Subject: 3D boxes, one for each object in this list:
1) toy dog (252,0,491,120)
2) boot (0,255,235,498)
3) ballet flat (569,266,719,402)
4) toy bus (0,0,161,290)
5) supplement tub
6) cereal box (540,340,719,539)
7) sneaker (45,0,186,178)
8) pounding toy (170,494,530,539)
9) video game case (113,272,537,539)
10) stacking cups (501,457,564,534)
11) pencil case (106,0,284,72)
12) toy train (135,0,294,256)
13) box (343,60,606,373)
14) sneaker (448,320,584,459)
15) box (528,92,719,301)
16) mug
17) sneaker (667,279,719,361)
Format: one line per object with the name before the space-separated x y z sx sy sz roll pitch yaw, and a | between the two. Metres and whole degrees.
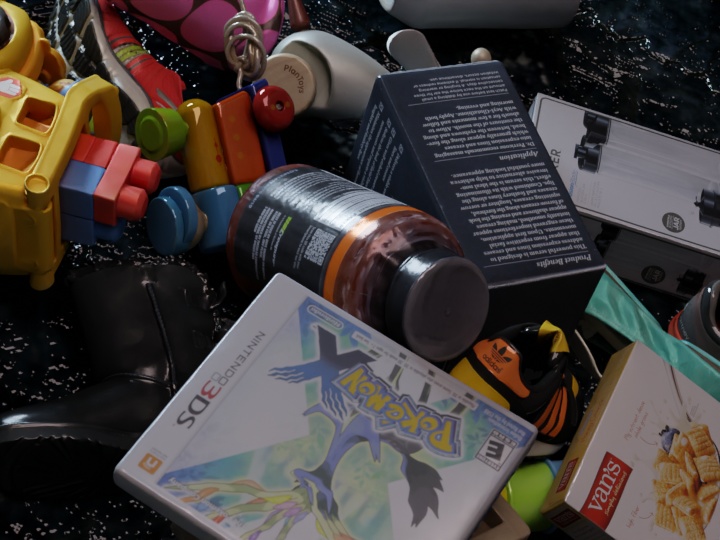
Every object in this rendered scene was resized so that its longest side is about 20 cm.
toy dog | 0.010 -0.164 1.577 0.198 0.132 0.097 0 95 -17
boot | -0.172 0.067 1.389 0.196 0.074 0.164 2 54 -24
ballet flat | 0.213 0.072 1.518 0.200 0.067 0.070 41 77 17
toy bus | -0.229 -0.089 1.436 0.190 0.136 0.201 11 48 5
supplement tub | 0.000 0.000 1.381 0.106 0.108 0.199 -20 27 -29
cereal box | 0.233 0.163 1.411 0.199 0.039 0.144 36 57 -11
sneaker | -0.179 -0.145 1.570 0.084 0.077 0.201 1 51 -42
pounding toy | -0.011 0.199 1.311 0.183 0.143 0.200 -19 58 -41
video game case | -0.019 0.113 1.250 0.199 0.022 0.183 31 56 13
stacking cups | 0.143 0.153 1.431 0.198 0.061 0.061 -4 54 -25
pencil case | -0.151 -0.234 1.571 0.199 0.090 0.094 31 71 -39
toy train | -0.114 -0.108 1.479 0.115 0.084 0.202 -9 84 -41
box | 0.075 -0.027 1.489 0.106 0.149 0.201 -8 56 -22
sneaker | 0.119 0.074 1.379 0.070 0.090 0.200 46 22 19
box | 0.216 -0.053 1.610 0.198 0.060 0.117 18 49 -2
mug | 0.085 -0.264 1.714 0.152 0.186 0.151 -11 88 -14
sneaker | 0.326 0.076 1.527 0.199 0.082 0.077 29 50 7
